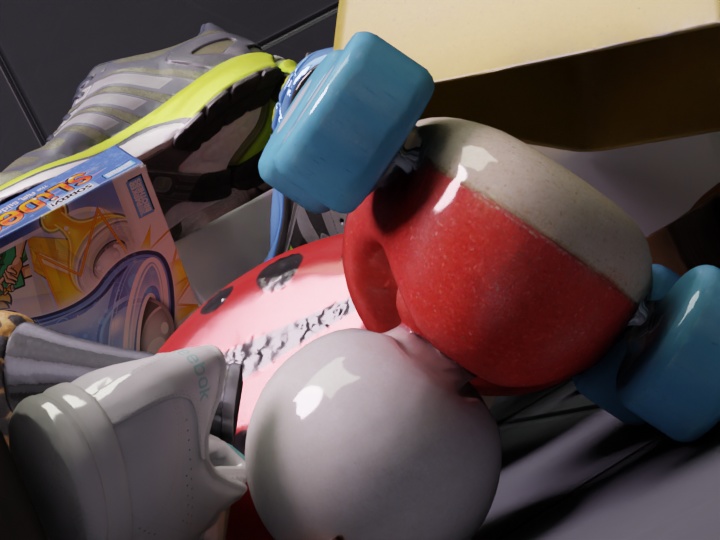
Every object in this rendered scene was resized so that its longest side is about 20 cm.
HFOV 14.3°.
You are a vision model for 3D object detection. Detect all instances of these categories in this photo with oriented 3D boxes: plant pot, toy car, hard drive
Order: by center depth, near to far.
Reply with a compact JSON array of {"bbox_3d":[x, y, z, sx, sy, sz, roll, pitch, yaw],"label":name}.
[{"bbox_3d":[0.016,0.046,1.070,0.201,0.184,0.177,-56,6,-3],"label":"toy car"},{"bbox_3d":[0.117,-0.158,1.184,0.199,0.178,0.199,-9,-10,37],"label":"plant pot"},{"bbox_3d":[0.100,-0.068,1.323,0.131,0.201,0.025,-24,2,-28],"label":"hard drive"}]

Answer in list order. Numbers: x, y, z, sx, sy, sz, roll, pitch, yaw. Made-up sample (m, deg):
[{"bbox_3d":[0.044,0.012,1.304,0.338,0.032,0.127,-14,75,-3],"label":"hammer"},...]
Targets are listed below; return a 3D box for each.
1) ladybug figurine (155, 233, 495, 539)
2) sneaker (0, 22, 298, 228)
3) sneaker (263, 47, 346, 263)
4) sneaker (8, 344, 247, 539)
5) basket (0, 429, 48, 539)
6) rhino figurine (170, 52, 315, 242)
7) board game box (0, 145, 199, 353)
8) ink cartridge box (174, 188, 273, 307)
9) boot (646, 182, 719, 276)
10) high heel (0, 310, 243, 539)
[{"bbox_3d":[-0.025,0.048,1.237,0.199,0.136,0.072,-32,-37,20],"label":"ladybug figurine"},{"bbox_3d":[-0.119,-0.051,1.349,0.199,0.074,0.081,-27,41,-18],"label":"sneaker"},{"bbox_3d":[0.000,0.000,1.310,0.070,0.201,0.082,-7,11,-38],"label":"sneaker"},{"bbox_3d":[-0.081,0.097,1.077,0.088,0.075,0.200,-30,-23,-25],"label":"sneaker"},{"bbox_3d":[-0.182,0.106,1.005,0.180,0.201,0.136,-30,5,14],"label":"basket"},{"bbox_3d":[-0.061,-0.061,1.437,0.200,0.060,0.087,-37,-8,-13],"label":"rhino figurine"},{"bbox_3d":[-0.128,0.063,1.306,0.135,0.201,0.034,-29,27,-18],"label":"board game box"},{"bbox_3d":[-0.072,0.051,1.459,0.145,0.084,0.200,-31,-15,-45],"label":"ink cartridge box"},{"bbox_3d":[0.218,-0.035,1.208,0.155,0.077,0.200,-26,-6,-42],"label":"boot"},{"bbox_3d":[-0.123,0.083,1.159,0.142,0.072,0.200,8,-35,-1],"label":"high heel"}]
